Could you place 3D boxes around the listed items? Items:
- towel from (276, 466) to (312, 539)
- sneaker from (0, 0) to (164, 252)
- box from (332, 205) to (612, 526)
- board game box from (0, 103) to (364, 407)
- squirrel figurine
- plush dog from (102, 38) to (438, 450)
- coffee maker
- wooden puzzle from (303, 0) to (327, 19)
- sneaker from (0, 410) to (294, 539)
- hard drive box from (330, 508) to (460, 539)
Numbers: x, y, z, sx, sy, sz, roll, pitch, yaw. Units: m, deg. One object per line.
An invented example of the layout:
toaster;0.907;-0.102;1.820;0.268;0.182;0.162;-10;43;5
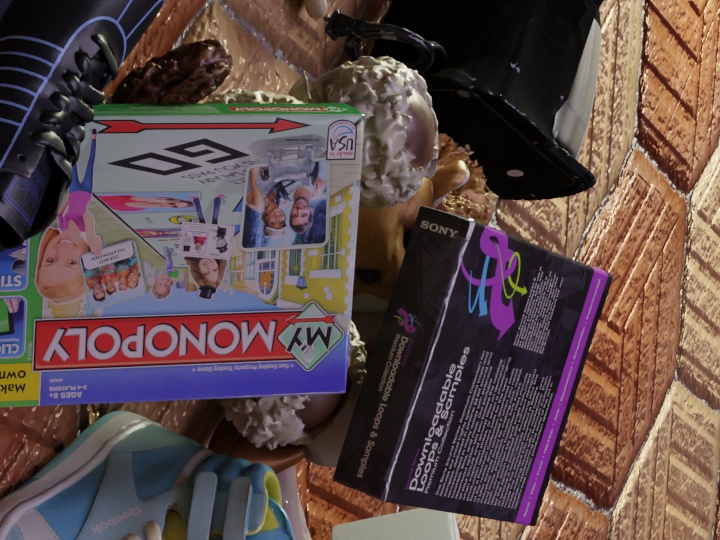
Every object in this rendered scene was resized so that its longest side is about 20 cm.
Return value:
towel;-0.027;0.219;1.611;0.191;0.032;0.200;72;7;-47
sneaker;-0.139;-0.061;1.220;0.200;0.078;0.070;-47;145;-9
box;0.061;0.052;1.482;0.200;0.036;0.143;19;89;-65
board game box;-0.099;-0.008;1.320;0.200;0.029;0.135;-2;105;-21
squirrel figurine;0.000;0.000;1.557;0.200;0.141;0.187;-77;172;-50
plush dog;-0.081;-0.031;1.404;0.172;0.160;0.200;12;101;-47
coffee maker;0.085;-0.168;1.673;0.192;0.135;0.200;60;44;-60
wooden puzzle;0.000;-0.264;1.573;0.200;0.037;0.185;-62;150;-34
sneaker;-0.107;0.142;1.396;0.200;0.131;0.080;-50;144;-46
hard drive box;0.036;0.241;1.650;0.200;0.077;0.156;-95;172;-73
